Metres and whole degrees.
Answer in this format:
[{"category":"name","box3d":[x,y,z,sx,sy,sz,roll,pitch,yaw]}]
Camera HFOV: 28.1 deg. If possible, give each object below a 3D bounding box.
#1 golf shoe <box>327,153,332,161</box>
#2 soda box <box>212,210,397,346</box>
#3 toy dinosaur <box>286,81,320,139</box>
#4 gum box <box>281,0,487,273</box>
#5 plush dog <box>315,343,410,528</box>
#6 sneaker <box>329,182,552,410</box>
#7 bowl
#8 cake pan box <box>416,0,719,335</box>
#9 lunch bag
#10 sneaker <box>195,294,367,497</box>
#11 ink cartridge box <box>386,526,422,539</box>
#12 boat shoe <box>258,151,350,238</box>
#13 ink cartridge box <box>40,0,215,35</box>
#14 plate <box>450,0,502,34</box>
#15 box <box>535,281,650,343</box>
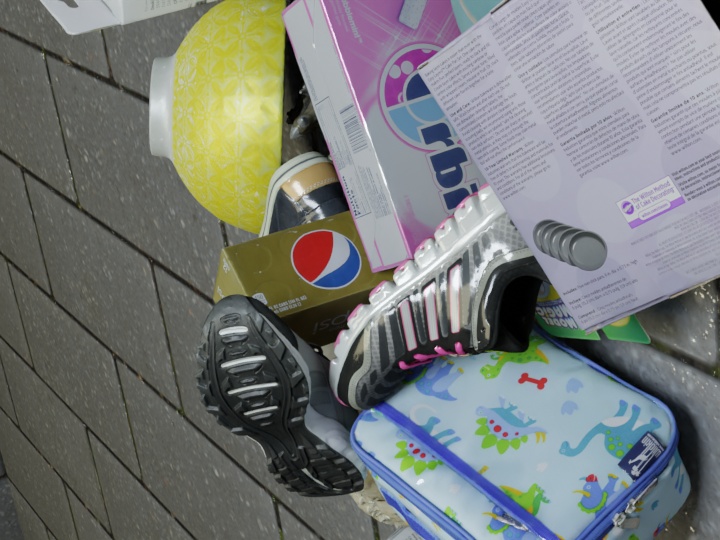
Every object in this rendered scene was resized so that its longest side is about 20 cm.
[{"category":"golf shoe","box3d":[0.007,-0.062,1.137,0.088,0.077,0.200,51,159,0]},{"category":"soda box","box3d":[0.000,0.000,1.023,0.068,0.199,0.064,60,153,27]},{"category":"toy dinosaur","box3d":[-0.018,-0.171,1.101,0.102,0.076,0.202,127,151,-57]},{"category":"gum box","box3d":[0.038,-0.103,0.972,0.066,0.113,0.202,-16,93,65]},{"category":"plush dog","box3d":[0.024,0.141,1.127,0.199,0.161,0.172,18,150,35]},{"category":"sneaker","box3d":[0.060,0.032,0.904,0.200,0.074,0.088,-47,71,22]},{"category":"bowl","box3d":[-0.115,-0.130,1.167,0.200,0.107,0.202,-178,90,-86]},{"category":"cake pan box","box3d":[0.145,-0.080,0.763,0.185,0.052,0.200,55,141,-3]},{"category":"lunch bag","box3d":[0.101,0.124,0.939,0.200,0.161,0.083,36,161,41]},{"category":"sneaker","box3d":[-0.052,0.075,0.958,0.201,0.073,0.080,61,-155,-48]},{"category":"ink cartridge box","box3d":[0.115,0.313,1.198,0.200,0.043,0.174,49,177,37]},{"category":"boat shoe","box3d":[-0.039,-0.011,1.107,0.062,0.074,0.201,55,158,23]},{"category":"ink cartridge box","box3d":[-0.166,-0.265,1.160,0.116,0.199,0.067,47,146,38]},{"category":"plate","box3d":[0.094,-0.204,0.832,0.200,0.025,0.202,13,104,62]},{"category":"box","box3d":[0.133,-0.054,0.899,0.117,0.048,0.202,2,108,62]}]
